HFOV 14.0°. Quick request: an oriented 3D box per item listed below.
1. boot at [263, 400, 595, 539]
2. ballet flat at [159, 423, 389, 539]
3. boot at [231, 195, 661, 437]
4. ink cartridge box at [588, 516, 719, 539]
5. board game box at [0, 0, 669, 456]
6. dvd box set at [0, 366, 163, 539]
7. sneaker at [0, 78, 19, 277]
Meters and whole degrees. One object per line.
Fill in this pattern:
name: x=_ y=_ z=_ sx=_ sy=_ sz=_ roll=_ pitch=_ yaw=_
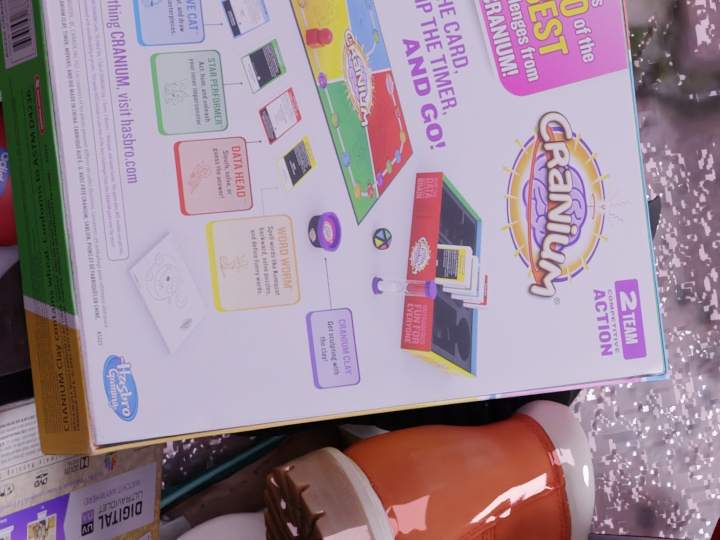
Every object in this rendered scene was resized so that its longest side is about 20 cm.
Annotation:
boot: x=0.026 y=0.114 z=0.975 sx=0.107 sy=0.200 sz=0.075 roll=-21 pitch=62 yaw=-18
ballet flat: x=-0.016 y=0.083 z=1.028 sx=0.200 sy=0.070 sz=0.068 roll=-30 pitch=98 yaw=-16
boot: x=0.000 y=0.000 z=1.045 sx=0.199 sy=0.138 sz=0.078 roll=13 pitch=118 yaw=17
ink cartridge box: x=0.091 y=0.143 z=0.986 sx=0.084 sy=0.200 sz=0.176 roll=28 pitch=79 yaw=-11
board game box: x=-0.007 y=-0.030 z=0.891 sx=0.199 sy=0.040 sz=0.154 roll=-5 pitch=88 yaw=-28
dvd box set: x=-0.111 y=0.133 z=0.916 sx=0.029 sy=0.146 sz=0.201 roll=8 pitch=101 yaw=25
sneaker: x=-0.167 y=-0.049 z=0.888 sx=0.199 sy=0.112 sz=0.071 roll=-2 pitch=122 yaw=-41
